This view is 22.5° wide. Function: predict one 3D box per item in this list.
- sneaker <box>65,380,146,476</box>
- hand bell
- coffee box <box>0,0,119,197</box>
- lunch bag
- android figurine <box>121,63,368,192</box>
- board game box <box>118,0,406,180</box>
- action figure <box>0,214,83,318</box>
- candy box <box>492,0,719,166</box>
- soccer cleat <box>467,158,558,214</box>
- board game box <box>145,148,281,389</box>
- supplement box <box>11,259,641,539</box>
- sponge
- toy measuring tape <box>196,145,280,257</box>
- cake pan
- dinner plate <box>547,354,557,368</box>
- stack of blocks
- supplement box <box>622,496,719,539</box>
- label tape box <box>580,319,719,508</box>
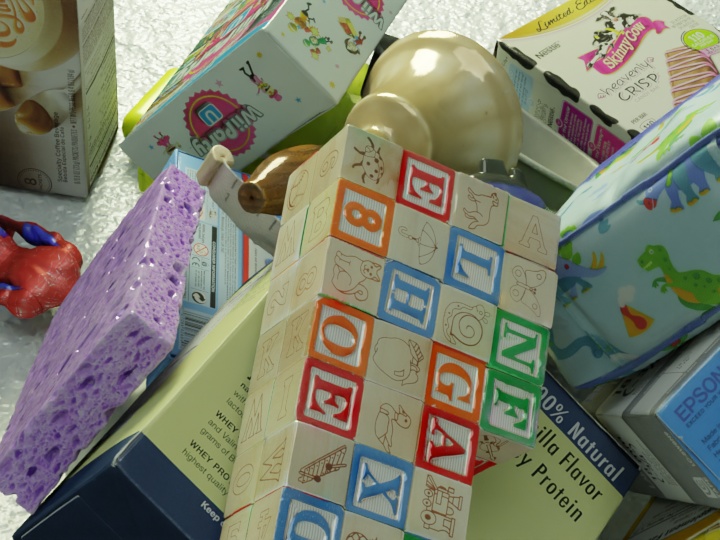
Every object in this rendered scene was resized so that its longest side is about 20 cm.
[{"bbox_3d":[-0.092,0.067,1.018,0.088,0.074,0.200,39,48,6],"label":"sneaker"},{"bbox_3d":[-0.003,-0.058,0.949,0.104,0.105,0.200,27,28,21],"label":"hand bell"},{"bbox_3d":[-0.217,-0.152,1.125,0.114,0.201,0.080,10,43,4],"label":"coffee box"},{"bbox_3d":[0.169,-0.037,0.871,0.083,0.200,0.161,50,39,-1],"label":"lunch bag"},{"bbox_3d":[-0.067,-0.081,1.181,0.181,0.041,0.200,19,45,13],"label":"android figurine"},{"bbox_3d":[-0.045,-0.143,1.114,0.064,0.147,0.200,45,42,-15],"label":"board game box"},{"bbox_3d":[-0.233,-0.017,1.097,0.199,0.052,0.065,30,55,17],"label":"action figure"},{"bbox_3d":[0.204,-0.112,1.223,0.136,0.061,0.200,-32,54,-31],"label":"candy box"},{"bbox_3d":[0.103,0.001,0.995,0.064,0.200,0.084,-15,69,36],"label":"soccer cleat"},{"bbox_3d":[-0.021,0.025,1.019,0.199,0.037,0.152,18,45,-22],"label":"board game box"},{"bbox_3d":[-0.013,0.110,0.859,0.200,0.134,0.200,46,54,-7],"label":"supplement box"},{"bbox_3d":[-0.125,0.027,0.890,0.030,0.112,0.200,36,18,-13],"label":"sponge"},{"bbox_3d":[0.000,0.000,0.979,0.200,0.074,0.074,44,53,7],"label":"toy measuring tape"},{"bbox_3d":[0.081,-0.079,1.124,0.200,0.037,0.200,31,13,-8],"label":"cake pan"},{"bbox_3d":[0.120,0.020,1.061,0.199,0.024,0.200,27,24,-13],"label":"dinner plate"},{"bbox_3d":[0.015,0.052,0.780,0.115,0.059,0.201,22,59,-21],"label":"stack of blocks"},{"bbox_3d":[0.228,0.120,0.929,0.110,0.109,0.200,46,52,-2],"label":"supplement box"},{"bbox_3d":[0.183,0.044,0.908,0.144,0.200,0.063,-44,93,-10],"label":"label tape box"}]
